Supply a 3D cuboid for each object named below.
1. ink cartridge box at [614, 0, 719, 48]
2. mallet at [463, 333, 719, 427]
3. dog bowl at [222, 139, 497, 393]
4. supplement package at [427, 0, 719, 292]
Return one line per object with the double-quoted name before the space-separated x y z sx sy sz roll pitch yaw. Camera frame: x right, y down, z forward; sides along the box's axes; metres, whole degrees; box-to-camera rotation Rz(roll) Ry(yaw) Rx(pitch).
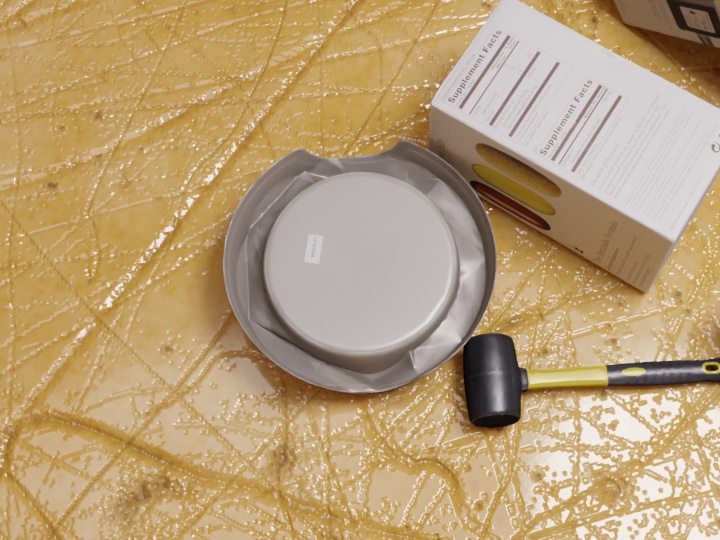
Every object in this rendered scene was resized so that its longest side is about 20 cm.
"ink cartridge box" 0.295 -0.229 0.982 0.116 0.067 0.200 -45 38 -13
"mallet" 0.171 0.068 0.956 0.199 0.041 0.066 -9 68 -7
"dog bowl" 0.000 0.000 0.969 0.199 0.059 0.201 0 70 1
"supplement package" 0.161 -0.093 0.968 0.200 0.114 0.110 31 73 13
